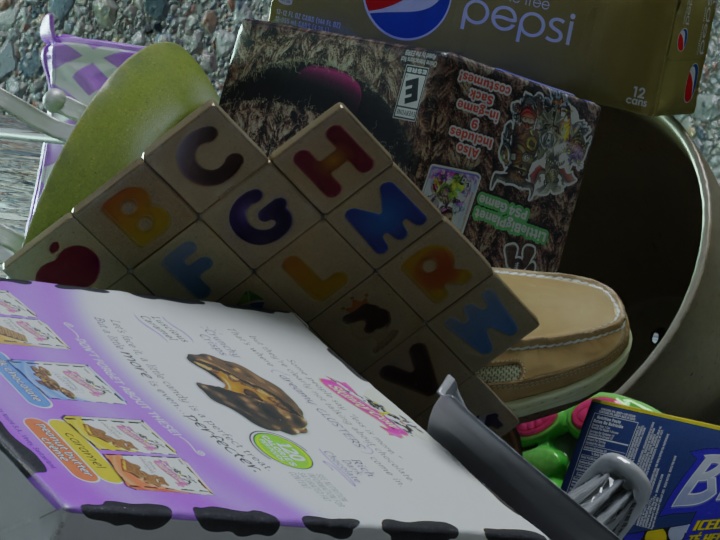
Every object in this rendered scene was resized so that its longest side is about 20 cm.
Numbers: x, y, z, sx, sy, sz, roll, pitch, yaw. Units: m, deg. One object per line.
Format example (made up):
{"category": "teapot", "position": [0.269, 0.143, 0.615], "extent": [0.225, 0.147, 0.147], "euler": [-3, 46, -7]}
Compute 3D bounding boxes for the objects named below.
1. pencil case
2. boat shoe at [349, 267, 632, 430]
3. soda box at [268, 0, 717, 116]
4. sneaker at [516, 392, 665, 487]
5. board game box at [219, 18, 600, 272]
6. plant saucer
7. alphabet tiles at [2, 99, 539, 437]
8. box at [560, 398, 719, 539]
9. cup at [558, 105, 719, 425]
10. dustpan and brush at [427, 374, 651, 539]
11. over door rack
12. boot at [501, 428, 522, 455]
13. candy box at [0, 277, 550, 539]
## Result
{"category": "pencil case", "position": [-0.140, -0.023, 1.395], "extent": [0.085, 0.201, 0.084], "euler": [12, -5, -12]}
{"category": "boat shoe", "position": [0.021, 0.019, 1.085], "extent": [0.199, 0.076, 0.072], "euler": [-8, 34, -24]}
{"category": "soda box", "position": [0.062, -0.125, 1.288], "extent": [0.199, 0.064, 0.068], "euler": [15, 10, 22]}
{"category": "sneaker", "position": [0.160, 0.104, 1.201], "extent": [0.199, 0.077, 0.084], "euler": [12, -10, 15]}
{"category": "board game box", "position": [0.000, 0.000, 1.244], "extent": [0.097, 0.201, 0.159], "euler": [15, -1, -38]}
{"category": "plant saucer", "position": [-0.106, -0.007, 1.280], "extent": [0.031, 0.201, 0.200], "euler": [19, 9, 15]}
{"category": "alphabet tiles", "position": [-0.033, 0.029, 1.031], "extent": [0.200, 0.166, 0.006], "euler": [46, 13, -34]}
{"category": "box", "position": [0.179, 0.107, 1.075], "extent": [0.199, 0.065, 0.070], "euler": [12, -12, 37]}
{"category": "cup", "position": [0.113, 0.029, 1.347], "extent": [0.200, 0.201, 0.143], "euler": [12, -19, 41]}
{"category": "dustpan and brush", "position": [0.078, 0.103, 1.023], "extent": [0.139, 0.057, 0.200], "euler": [39, -24, 8]}
{"category": "over door rack", "position": [-0.205, -0.015, 1.300], "extent": [0.067, 0.148, 0.200], "euler": [34, -15, -22]}
{"category": "boot", "position": [-0.034, 0.086, 1.106], "extent": [0.199, 0.074, 0.075], "euler": [-3, 8, 3]}
{"category": "candy box", "position": [-0.067, 0.071, 0.908], "extent": [0.199, 0.072, 0.168], "euler": [8, 21, -40]}
